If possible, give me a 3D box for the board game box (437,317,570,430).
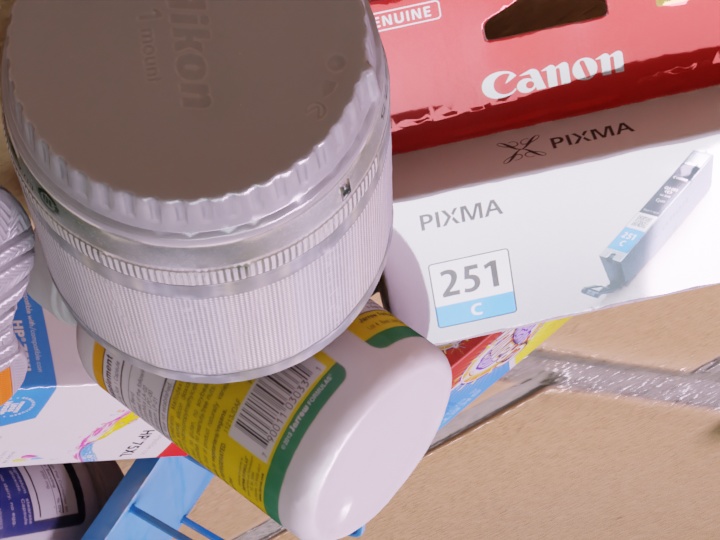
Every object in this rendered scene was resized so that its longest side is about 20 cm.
[{"bbox_3d":[0.073,0.020,1.362,0.200,0.040,0.153,-41,169,8],"label":"board game box"}]

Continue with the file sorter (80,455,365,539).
[{"bbox_3d":[-0.096,0.188,1.547,0.123,0.200,0.139,29,157,13],"label":"file sorter"}]

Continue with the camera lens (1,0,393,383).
[{"bbox_3d":[-0.066,-0.053,1.094,0.160,0.160,0.200,-12,158,-4],"label":"camera lens"}]

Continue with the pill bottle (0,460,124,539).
[{"bbox_3d":[-0.226,0.148,1.517,0.111,0.111,0.200,-26,168,28],"label":"pill bottle"}]

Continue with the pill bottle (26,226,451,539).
[{"bbox_3d":[-0.064,0.033,1.233,0.113,0.200,0.113,-44,155,-27],"label":"pill bottle"}]

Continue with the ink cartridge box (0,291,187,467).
[{"bbox_3d":[-0.136,0.056,1.429,0.200,0.067,0.116,-2,155,-27],"label":"ink cartridge box"}]

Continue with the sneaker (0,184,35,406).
[{"bbox_3d":[-0.210,-0.008,1.171,0.078,0.112,0.200,-33,160,-25],"label":"sneaker"}]

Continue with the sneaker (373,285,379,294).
[{"bbox_3d":[0.000,0.000,1.372,0.200,0.075,0.116,-17,160,4],"label":"sneaker"}]

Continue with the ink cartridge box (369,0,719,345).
[{"bbox_3d":[0.098,-0.060,1.213,0.200,0.045,0.176,-13,126,-2],"label":"ink cartridge box"}]
